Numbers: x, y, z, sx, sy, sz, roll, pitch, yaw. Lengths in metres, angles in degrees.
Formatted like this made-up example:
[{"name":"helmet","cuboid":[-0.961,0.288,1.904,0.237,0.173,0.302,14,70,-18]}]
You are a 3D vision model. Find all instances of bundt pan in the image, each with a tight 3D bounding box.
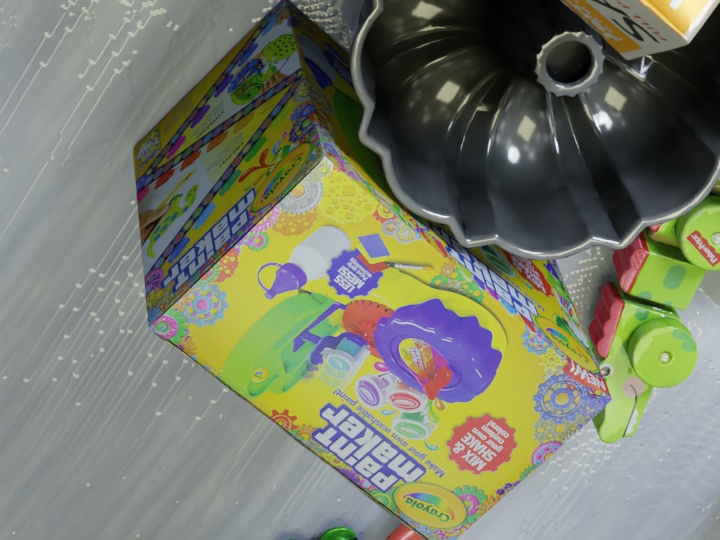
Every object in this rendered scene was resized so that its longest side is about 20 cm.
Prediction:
[{"name":"bundt pan","cuboid":[0.088,-0.110,1.050,0.201,0.076,0.202,-4,119,-8]}]

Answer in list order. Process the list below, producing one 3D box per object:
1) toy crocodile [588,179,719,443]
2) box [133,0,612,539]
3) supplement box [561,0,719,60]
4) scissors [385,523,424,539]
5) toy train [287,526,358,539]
[{"name":"toy crocodile","cuboid":[0.163,0.002,1.241,0.062,0.068,0.200,15,113,-11]},{"name":"box","cuboid":[0.000,0.000,1.143,0.122,0.193,0.200,-43,116,16]},{"name":"supplement box","cuboid":[0.135,-0.205,0.942,0.126,0.074,0.200,38,81,-12]},{"name":"scissors","cuboid":[0.051,0.121,1.299,0.073,0.014,0.200,-6,129,-50]},{"name":"toy train","cuboid":[-0.084,0.201,1.331,0.200,0.042,0.056,-15,130,0]}]
